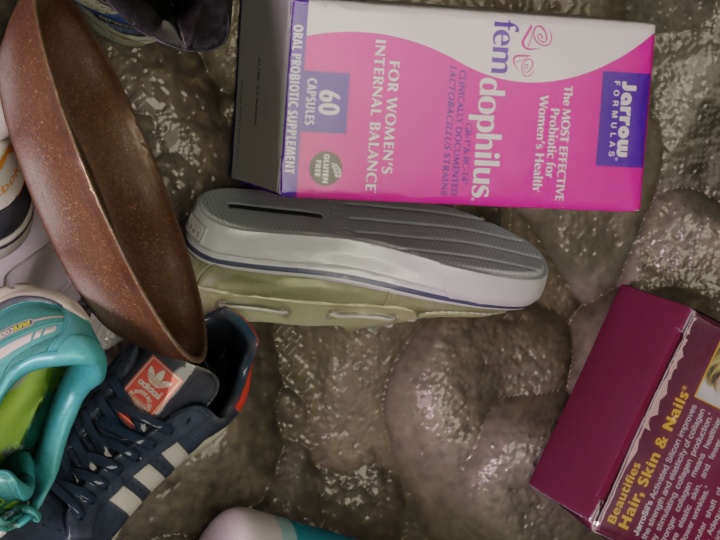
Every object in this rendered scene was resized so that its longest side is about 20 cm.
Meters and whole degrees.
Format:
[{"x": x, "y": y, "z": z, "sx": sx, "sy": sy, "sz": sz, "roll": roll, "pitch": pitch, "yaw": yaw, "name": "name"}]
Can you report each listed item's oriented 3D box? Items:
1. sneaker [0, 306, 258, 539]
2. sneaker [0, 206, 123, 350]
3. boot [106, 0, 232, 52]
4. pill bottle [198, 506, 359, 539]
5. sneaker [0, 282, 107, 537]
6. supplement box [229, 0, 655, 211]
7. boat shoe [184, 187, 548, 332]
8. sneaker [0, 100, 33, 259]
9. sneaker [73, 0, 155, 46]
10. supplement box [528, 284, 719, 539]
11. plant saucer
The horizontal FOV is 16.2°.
[{"x": -0.119, "y": 0.078, "z": 1.253, "sx": 0.075, "sy": 0.085, "sz": 0.200, "roll": 41, "pitch": 41, "yaw": 4, "name": "sneaker"}, {"x": -0.196, "y": 0.008, "z": 1.248, "sx": 0.200, "sy": 0.075, "sz": 0.116, "roll": -28, "pitch": 98, "yaw": -48, "name": "sneaker"}, {"x": -0.070, "y": -0.167, "z": 1.216, "sx": 0.164, "sy": 0.200, "sz": 0.066, "roll": 34, "pitch": 112, "yaw": -22, "name": "boot"}, {"x": 0.005, "y": 0.202, "z": 1.343, "sx": 0.199, "sy": 0.111, "sz": 0.111, "roll": 17, "pitch": 93, "yaw": -18, "name": "pill bottle"}, {"x": -0.185, "y": 0.099, "z": 1.148, "sx": 0.077, "sy": 0.080, "sz": 0.201, "roll": 30, "pitch": 91, "yaw": -41, "name": "sneaker"}, {"x": 0.042, "y": -0.088, "z": 1.319, "sx": 0.199, "sy": 0.103, "sz": 0.102, "roll": 1, "pitch": 96, "yaw": -18, "name": "supplement box"}, {"x": 0.000, "y": 0.000, "z": 1.345, "sx": 0.199, "sy": 0.072, "sz": 0.062, "roll": 8, "pitch": 120, "yaw": -14, "name": "boat shoe"}, {"x": -0.224, "y": -0.098, "z": 1.208, "sx": 0.078, "sy": 0.080, "sz": 0.200, "roll": -37, "pitch": 72, "yaw": -23, "name": "sneaker"}, {"x": -0.158, "y": -0.189, "z": 1.254, "sx": 0.200, "sy": 0.085, "sz": 0.077, "roll": 37, "pitch": 87, "yaw": -17, "name": "sneaker"}, {"x": 0.216, "y": 0.111, "z": 1.395, "sx": 0.199, "sy": 0.103, "sz": 0.132, "roll": 26, "pitch": 90, "yaw": -19, "name": "supplement box"}, {"x": -0.128, "y": -0.044, "z": 1.212, "sx": 0.036, "sy": 0.200, "sz": 0.201, "roll": -21, "pitch": 104, "yaw": 6, "name": "plant saucer"}]
